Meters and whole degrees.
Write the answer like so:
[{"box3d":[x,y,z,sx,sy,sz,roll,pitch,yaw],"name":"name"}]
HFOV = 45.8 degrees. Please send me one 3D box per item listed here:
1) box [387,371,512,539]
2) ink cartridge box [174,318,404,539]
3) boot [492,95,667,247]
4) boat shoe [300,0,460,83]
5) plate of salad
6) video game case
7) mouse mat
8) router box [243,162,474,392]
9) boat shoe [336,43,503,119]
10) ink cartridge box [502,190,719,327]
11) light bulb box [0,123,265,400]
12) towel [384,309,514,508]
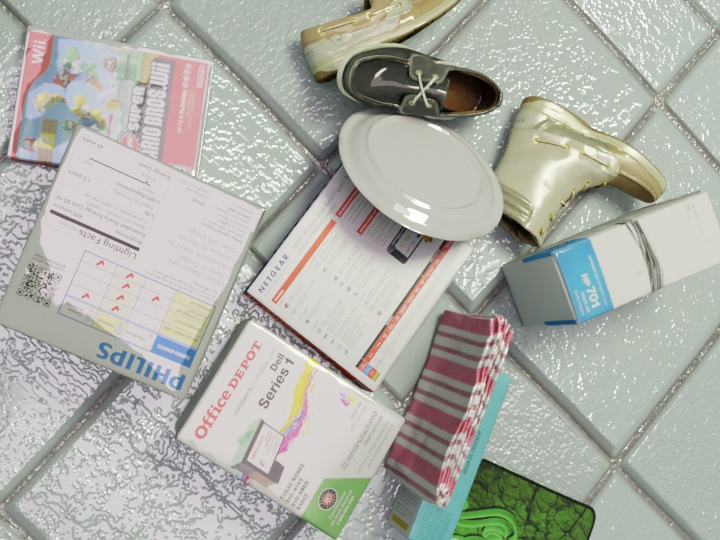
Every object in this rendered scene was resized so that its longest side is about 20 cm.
[{"box3d":[0.097,0.199,0.941,0.049,0.082,0.202,24,82,-12],"name":"box"},{"box3d":[-0.077,0.164,0.903,0.199,0.084,0.146,34,80,-8],"name":"ink cartridge box"},{"box3d":[0.245,-0.091,0.998,0.198,0.072,0.156,29,80,-2],"name":"boot"},{"box3d":[0.024,-0.285,0.961,0.199,0.074,0.067,-31,98,-13],"name":"boat shoe"},{"box3d":[0.065,-0.103,0.930,0.198,0.048,0.202,15,45,-16],"name":"plate of salad"},{"box3d":[-0.265,-0.174,0.917,0.197,0.017,0.145,8,85,-12],"name":"video game case"},{"box3d":[0.175,0.318,0.964,0.198,0.008,0.163,27,81,-23],"name":"mouse mat"},{"box3d":[0.000,0.000,0.949,0.179,0.049,0.201,39,79,-7],"name":"router box"},{"box3d":[0.068,-0.205,0.937,0.198,0.067,0.073,3,107,-32],"name":"boat shoe"},{"box3d":[0.283,-0.010,0.962,0.198,0.146,0.087,-19,89,-13],"name":"ink cartridge box"},{"box3d":[-0.224,-0.008,0.853,0.196,0.125,0.202,24,88,-10],"name":"light bulb box"},{"box3d":[0.087,0.139,0.909,0.030,0.146,0.202,25,82,-17],"name":"towel"}]
